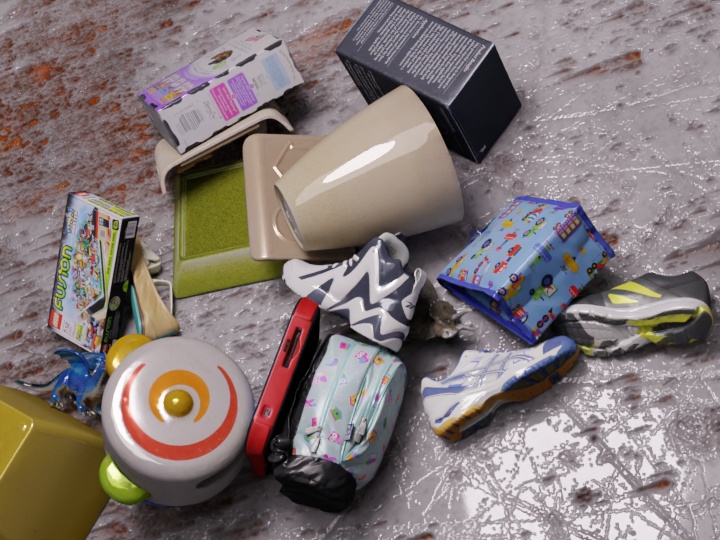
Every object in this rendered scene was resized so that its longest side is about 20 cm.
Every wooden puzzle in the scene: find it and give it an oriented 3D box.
[{"bbox_3d":[-0.053,-0.092,1.784,0.199,0.046,0.186,-1,65,-11],"label":"wooden puzzle"}]

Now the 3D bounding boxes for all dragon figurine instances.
[{"bbox_3d":[-0.375,0.135,1.794,0.199,0.059,0.100,11,94,37],"label":"dragon figurine"}]

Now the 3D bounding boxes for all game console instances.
[{"bbox_3d":[-0.094,0.143,1.638,0.031,0.177,0.201,20,72,3],"label":"game console"}]

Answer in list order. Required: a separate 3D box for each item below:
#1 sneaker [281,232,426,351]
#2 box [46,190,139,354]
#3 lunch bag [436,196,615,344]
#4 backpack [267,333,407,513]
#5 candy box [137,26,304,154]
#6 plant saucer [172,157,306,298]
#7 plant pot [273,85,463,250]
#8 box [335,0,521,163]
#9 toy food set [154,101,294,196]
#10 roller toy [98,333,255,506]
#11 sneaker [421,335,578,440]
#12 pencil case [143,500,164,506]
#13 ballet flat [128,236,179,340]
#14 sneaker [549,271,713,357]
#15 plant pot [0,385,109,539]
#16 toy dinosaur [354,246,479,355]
[{"bbox_3d":[0.000,0.000,1.651,0.199,0.079,0.130,31,90,42],"label":"sneaker"},{"bbox_3d":[-0.365,0.004,1.830,0.110,0.035,0.201,23,110,31],"label":"box"},{"bbox_3d":[0.184,-0.020,1.639,0.151,0.094,0.200,-46,30,-8],"label":"lunch bag"},{"bbox_3d":[-0.024,0.181,1.613,0.126,0.167,0.201,19,69,5],"label":"backpack"},{"bbox_3d":[-0.197,-0.255,1.872,0.200,0.072,0.168,-31,23,-8],"label":"candy box"},{"bbox_3d":[-0.178,-0.077,1.853,0.199,0.048,0.201,-12,61,16],"label":"plant saucer"},{"bbox_3d":[0.000,-0.108,1.688,0.199,0.188,0.188,-24,57,-9],"label":"plant pot"},{"bbox_3d":[0.090,-0.255,1.777,0.200,0.148,0.107,32,79,31],"label":"box"},{"bbox_3d":[-0.194,-0.173,1.867,0.199,0.061,0.144,-28,23,0],"label":"toy food set"},{"bbox_3d":[-0.220,0.178,1.619,0.181,0.140,0.201,3,64,-8],"label":"roller toy"},{"bbox_3d":[0.161,0.119,1.605,0.199,0.075,0.088,-29,57,5],"label":"sneaker"},{"bbox_3d":[-0.259,0.202,1.724,0.078,0.087,0.201,-37,42,54],"label":"pencil case"},{"bbox_3d":[-0.297,0.015,1.857,0.063,0.069,0.201,-12,60,-17],"label":"ballet flat"},{"bbox_3d":[0.321,0.048,1.591,0.199,0.075,0.085,-3,39,26],"label":"sneaker"},{"bbox_3d":[-0.450,0.253,1.720,0.199,0.176,0.201,23,74,29],"label":"plant pot"},{"bbox_3d":[0.060,0.042,1.697,0.102,0.077,0.200,-30,52,-9],"label":"toy dinosaur"}]
